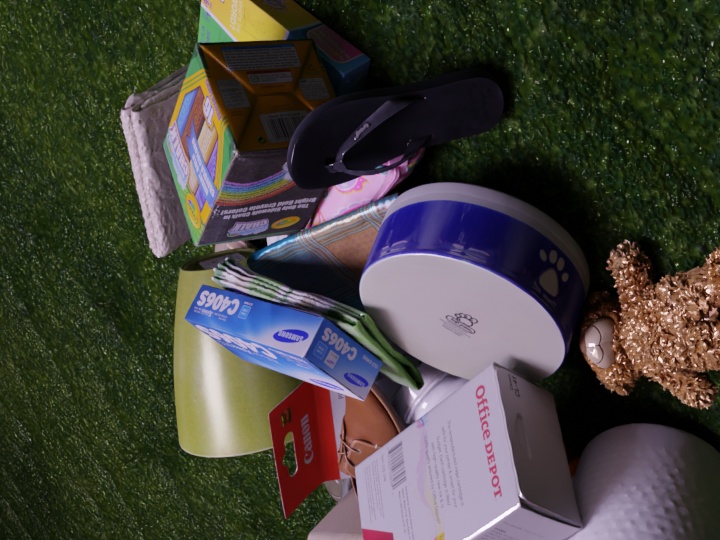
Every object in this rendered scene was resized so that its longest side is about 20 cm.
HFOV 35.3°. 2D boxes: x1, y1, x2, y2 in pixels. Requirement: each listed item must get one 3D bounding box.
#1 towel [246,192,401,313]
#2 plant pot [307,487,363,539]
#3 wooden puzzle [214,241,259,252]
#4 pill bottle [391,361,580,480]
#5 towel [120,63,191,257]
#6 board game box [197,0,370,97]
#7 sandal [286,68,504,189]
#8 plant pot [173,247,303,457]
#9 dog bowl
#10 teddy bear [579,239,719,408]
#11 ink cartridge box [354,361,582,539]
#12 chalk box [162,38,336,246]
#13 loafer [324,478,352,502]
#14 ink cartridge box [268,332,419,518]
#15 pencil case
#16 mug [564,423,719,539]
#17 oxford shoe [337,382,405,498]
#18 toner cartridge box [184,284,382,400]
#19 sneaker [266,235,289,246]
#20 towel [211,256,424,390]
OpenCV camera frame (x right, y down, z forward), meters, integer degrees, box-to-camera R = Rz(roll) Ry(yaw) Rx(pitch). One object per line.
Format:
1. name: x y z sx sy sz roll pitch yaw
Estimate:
1. towel: 0.000 0.000 1.136 0.198 0.022 0.147 -20 133 34
2. plant pot: 0.096 0.318 1.251 0.175 0.199 0.202 -12 109 43
3. wooden puzzle: -0.124 0.054 1.416 0.199 0.037 0.186 40 142 21
4. pill bottle: 0.128 0.178 1.154 0.200 0.113 0.114 43 143 16
5. towel: -0.204 -0.126 1.281 0.034 0.132 0.202 22 133 31
6. board game box: -0.085 -0.204 1.157 0.199 0.040 0.154 40 142 21
7. sandal: 0.028 -0.121 0.973 0.043 0.197 0.077 -104 -8 -51
8. plant pot: -0.142 0.083 1.312 0.186 0.186 0.203 3 109 48
9. dog bowl: 0.101 0.016 1.018 0.197 0.080 0.201 18 149 11
10. teddy bear: 0.253 0.048 0.941 0.198 0.066 0.147 4 119 47
11. ink cartridge box: 0.091 0.204 1.026 0.085 0.149 0.200 27 129 -32
12. chalk box: -0.109 -0.110 1.091 0.200 0.123 0.125 -53 52 53
13. loafer: -0.018 0.225 1.398 0.069 0.075 0.202 33 140 20
14. ink cartridge box: -0.009 0.163 1.228 0.047 0.199 0.162 23 135 33
15. pencil case: -0.003 -0.076 1.123 0.087 0.087 0.201 45 143 13
16. mug: 0.223 0.249 0.995 0.197 0.176 0.149 -4 124 27
17. oxford shoe: 0.005 0.176 1.177 0.071 0.071 0.202 40 155 42
18. toner cartridge box: -0.079 0.068 1.108 0.199 0.044 0.095 12 159 48
19. sneaker: -0.061 0.001 1.283 0.080 0.070 0.203 17 125 53
20. towel: -0.040 0.051 1.126 0.198 0.031 0.149 18 162 37
